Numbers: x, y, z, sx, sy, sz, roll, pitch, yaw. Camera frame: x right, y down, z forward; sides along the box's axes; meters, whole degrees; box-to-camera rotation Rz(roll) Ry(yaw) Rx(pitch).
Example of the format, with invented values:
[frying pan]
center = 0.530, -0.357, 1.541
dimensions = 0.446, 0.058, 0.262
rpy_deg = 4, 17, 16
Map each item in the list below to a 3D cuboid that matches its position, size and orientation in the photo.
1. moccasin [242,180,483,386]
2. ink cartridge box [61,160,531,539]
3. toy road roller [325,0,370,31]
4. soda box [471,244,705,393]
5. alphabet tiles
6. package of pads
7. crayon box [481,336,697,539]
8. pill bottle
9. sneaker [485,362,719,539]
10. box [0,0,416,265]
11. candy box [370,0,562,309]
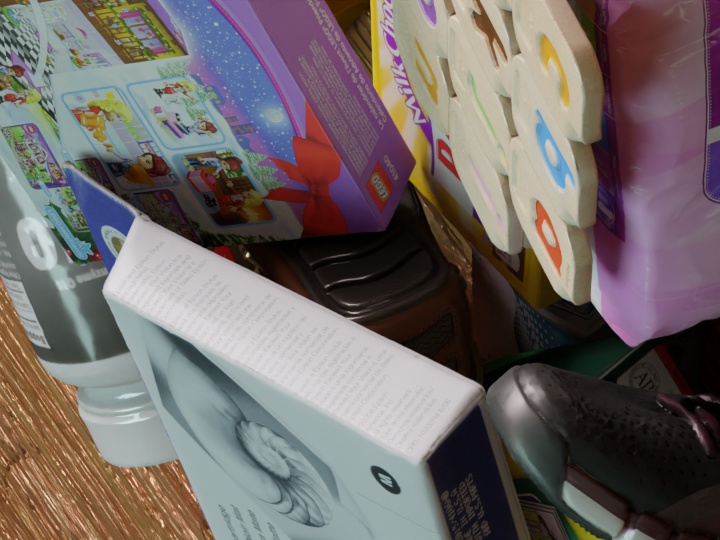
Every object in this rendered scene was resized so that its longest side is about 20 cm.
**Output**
[moccasin]
center = 0.002, -0.001, 1.104
dimensions = 0.201, 0.074, 0.078
rpy_deg = 48, 161, 59
[ink cartridge box]
center = -0.023, 0.073, 1.061
dimensions = 0.200, 0.041, 0.200
rpy_deg = 28, 153, 34
[toy road roller]
center = -0.076, -0.131, 1.150
dimensions = 0.123, 0.146, 0.200
rpy_deg = 57, 156, 4
[soda box]
center = 0.086, 0.049, 1.149
dimensions = 0.068, 0.064, 0.200
rpy_deg = 42, 151, 34
[alphabet tiles]
center = 0.032, -0.095, 0.892
dimensions = 0.200, 0.015, 0.196
rpy_deg = 88, 161, -56
[package of pads]
center = 0.114, -0.081, 0.873
dimensions = 0.076, 0.120, 0.200
rpy_deg = 52, 158, 45
[crayon box]
center = 0.093, 0.124, 1.092
dimensions = 0.200, 0.058, 0.172
rpy_deg = 58, 153, -11
[pill bottle]
center = -0.114, -0.017, 1.397
dimensions = 0.114, 0.114, 0.200
rpy_deg = 12, 129, 58
[sneaker]
center = 0.141, 0.044, 0.936
dimensions = 0.200, 0.116, 0.076
rpy_deg = 25, -158, -31
[box]
center = -0.084, -0.089, 1.024
dimensions = 0.137, 0.039, 0.200
rpy_deg = -5, 133, 32
[candy box]
center = 0.038, -0.085, 0.990
dimensions = 0.102, 0.026, 0.200
rpy_deg = 49, 156, 34
